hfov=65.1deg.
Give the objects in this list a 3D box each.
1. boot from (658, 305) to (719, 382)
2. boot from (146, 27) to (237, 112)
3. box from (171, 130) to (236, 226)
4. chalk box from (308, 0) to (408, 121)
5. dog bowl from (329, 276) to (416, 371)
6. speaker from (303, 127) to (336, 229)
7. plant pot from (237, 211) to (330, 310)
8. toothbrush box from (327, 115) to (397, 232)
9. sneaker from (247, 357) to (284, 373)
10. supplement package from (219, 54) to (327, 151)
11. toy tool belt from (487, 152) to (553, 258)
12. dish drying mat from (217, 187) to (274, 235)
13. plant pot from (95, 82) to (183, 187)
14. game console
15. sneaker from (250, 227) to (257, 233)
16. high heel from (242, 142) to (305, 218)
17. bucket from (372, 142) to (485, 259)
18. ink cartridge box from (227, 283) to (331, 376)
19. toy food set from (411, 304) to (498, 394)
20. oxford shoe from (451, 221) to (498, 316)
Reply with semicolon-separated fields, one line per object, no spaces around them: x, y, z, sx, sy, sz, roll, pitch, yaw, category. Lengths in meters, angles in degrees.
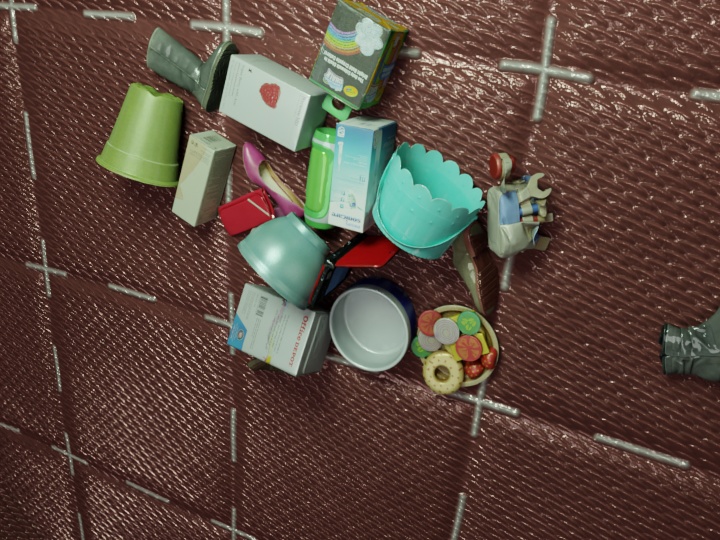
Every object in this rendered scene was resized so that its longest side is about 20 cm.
0.628;0.113;1.044;0.128;0.069;0.208;8;107;26;boot
-0.385;-0.485;1.280;0.200;0.072;0.184;43;118;12;boot
-0.375;-0.219;1.350;0.076;0.095;0.204;30;117;11;box
-0.011;-0.400;1.107;0.123;0.124;0.204;32;119;8;chalk box
0.029;0.123;1.302;0.193;0.079;0.207;8;111;20;dog bowl
-0.075;-0.199;1.229;0.086;0.088;0.206;17;115;16;speaker
-0.147;-0.036;1.208;0.200;0.200;0.135;43;91;4;plant pot
0.005;-0.201;1.157;0.083;0.146;0.207;15;113;17;toothbrush box
-0.206;0.236;1.449;0.196;0.070;0.078;-25;91;28;sneaker
-0.178;-0.358;1.196;0.196;0.120;0.124;28;117;11;supplement package
0.309;-0.128;1.082;0.118;0.125;0.207;-9;111;-7;toy tool belt
-0.274;-0.136;1.342;0.196;0.018;0.079;-12;107;46;dish drying mat
-0.497;-0.325;1.328;0.195;0.199;0.195;25;105;13;plant pot
0.000;0.000;1.200;0.117;0.200;0.176;30;118;11;game console
-0.166;-0.067;1.331;0.195;0.076;0.094;25;110;5;sneaker
-0.193;-0.205;1.283;0.094;0.067;0.205;-12;109;36;high heel
0.125;-0.133;1.104;0.205;0.207;0.137;36;123;7;bucket
-0.179;0.138;1.329;0.195;0.145;0.151;20;91;21;ink cartridge box
0.209;0.171;1.258;0.195;0.049;0.203;-19;100;29;toy food set
0.236;-0.004;1.184;0.074;0.069;0.207;2;111;49;oxford shoe
